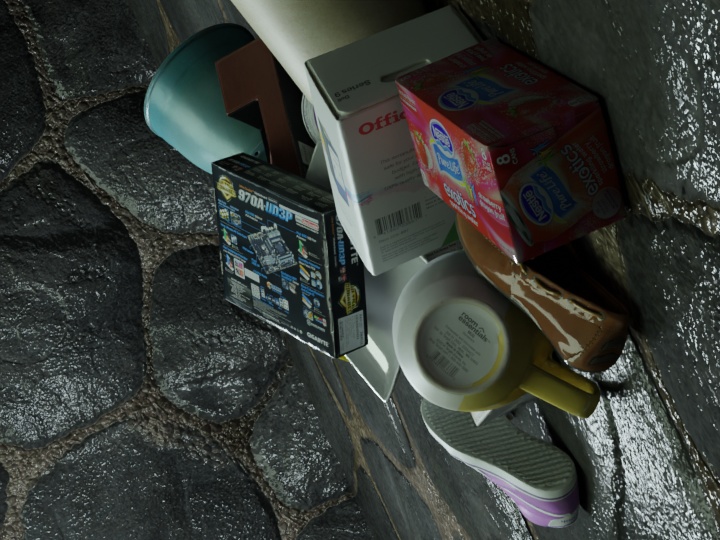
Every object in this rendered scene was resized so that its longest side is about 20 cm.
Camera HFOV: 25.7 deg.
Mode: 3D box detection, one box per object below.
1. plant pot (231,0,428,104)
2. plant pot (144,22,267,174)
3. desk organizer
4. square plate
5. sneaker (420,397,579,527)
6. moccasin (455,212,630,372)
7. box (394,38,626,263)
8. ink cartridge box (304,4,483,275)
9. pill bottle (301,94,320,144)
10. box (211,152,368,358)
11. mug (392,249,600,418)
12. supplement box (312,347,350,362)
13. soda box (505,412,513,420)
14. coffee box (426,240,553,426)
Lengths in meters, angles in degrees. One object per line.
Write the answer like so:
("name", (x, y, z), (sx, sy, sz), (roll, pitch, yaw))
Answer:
("plant pot", (-0.029, -0.253, 1.393), (0.184, 0.200, 0.200), (59, 175, -29))
("plant pot", (-0.170, -0.214, 2.224), (0.188, 0.200, 0.200), (44, 161, 26))
("desk organizer", (-0.089, -0.148, 1.693), (0.072, 0.077, 0.201), (18, -128, -55))
("square plate", (0.000, 0.000, 1.571), (0.198, 0.028, 0.200), (50, 143, 27))
("sneaker", (0.147, 0.205, 1.666), (0.200, 0.073, 0.114), (36, 160, 34))
("moccasin", (0.147, -0.005, 1.286), (0.201, 0.073, 0.078), (54, 133, 43))
("box", (0.110, -0.096, 1.204), (0.200, 0.095, 0.100), (-132, 21, -62))
("ink cartridge box", (0.045, -0.112, 1.374), (0.200, 0.145, 0.088), (77, 167, -50))
("pill bottle", (0.002, -0.164, 1.586), (0.200, 0.111, 0.112), (-154, 41, -76))
("box", (-0.074, -0.018, 1.598), (0.200, 0.046, 0.159), (25, 127, 47))
("mug", (0.112, 0.057, 1.373), (0.153, 0.186, 0.150), (-16, -78, -82))
("supplement box", (0.016, 0.033, 1.741), (0.200, 0.109, 0.110), (25, -139, -64))
("soda box", (0.099, 0.118, 1.828), (0.064, 0.068, 0.200), (61, 175, -33))
("coffee box", (0.112, 0.041, 1.557), (0.113, 0.080, 0.200), (104, 142, -75))
